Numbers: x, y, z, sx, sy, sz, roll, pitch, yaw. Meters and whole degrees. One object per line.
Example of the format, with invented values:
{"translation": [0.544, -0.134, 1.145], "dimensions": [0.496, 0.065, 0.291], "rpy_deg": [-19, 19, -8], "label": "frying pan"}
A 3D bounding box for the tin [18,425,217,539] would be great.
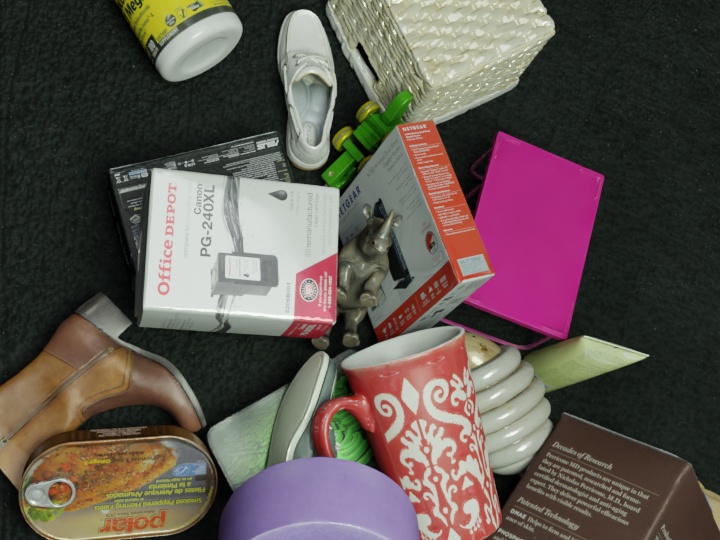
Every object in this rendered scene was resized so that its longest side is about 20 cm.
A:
{"translation": [-0.246, 0.218, 1.105], "dimensions": [0.196, 0.042, 0.114], "rpy_deg": [-1, 103, -15], "label": "tin"}

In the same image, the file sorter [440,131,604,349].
{"translation": [0.176, -0.026, 1.260], "dimensions": [0.137, 0.125, 0.203], "rpy_deg": [20, 72, -10], "label": "file sorter"}

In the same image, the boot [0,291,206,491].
{"translation": [-0.283, 0.154, 1.124], "dimensions": [0.188, 0.068, 0.200], "rpy_deg": [46, 73, -7], "label": "boot"}

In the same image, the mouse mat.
{"translation": [-0.046, 0.194, 1.147], "dimensions": [0.198, 0.008, 0.163], "rpy_deg": [-28, 83, -22], "label": "mouse mat"}

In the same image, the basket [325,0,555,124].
{"translation": [0.092, -0.298, 1.294], "dimensions": [0.198, 0.161, 0.201], "rpy_deg": [-26, 84, -18], "label": "basket"}

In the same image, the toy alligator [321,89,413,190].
{"translation": [-0.005, -0.130, 1.264], "dimensions": [0.200, 0.054, 0.059], "rpy_deg": [-46, 71, 13], "label": "toy alligator"}

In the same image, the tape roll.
{"translation": [-0.039, 0.280, 1.023], "dimensions": [0.196, 0.202, 0.085], "rpy_deg": [12, 31, -11], "label": "tape roll"}

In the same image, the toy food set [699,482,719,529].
{"translation": [0.376, 0.349, 1.253], "dimensions": [0.199, 0.049, 0.199], "rpy_deg": [40, 70, -2], "label": "toy food set"}

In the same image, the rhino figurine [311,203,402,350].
{"translation": [0.000, 0.000, 1.156], "dimensions": [0.059, 0.201, 0.088], "rpy_deg": [20, 48, -5], "label": "rhino figurine"}

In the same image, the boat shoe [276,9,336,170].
{"translation": [-0.058, -0.225, 1.281], "dimensions": [0.069, 0.069, 0.204], "rpy_deg": [-2, 75, -13], "label": "boat shoe"}

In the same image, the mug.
{"translation": [0.049, 0.180, 1.111], "dimensions": [0.175, 0.133, 0.203], "rpy_deg": [-16, 96, 2], "label": "mug"}

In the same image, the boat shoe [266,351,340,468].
{"translation": [-0.055, 0.186, 1.113], "dimensions": [0.061, 0.073, 0.203], "rpy_deg": [24, 71, -24], "label": "boat shoe"}

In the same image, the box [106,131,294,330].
{"translation": [-0.164, -0.045, 1.195], "dimensions": [0.197, 0.086, 0.166], "rpy_deg": [-16, 81, -18], "label": "box"}

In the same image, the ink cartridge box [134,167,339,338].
{"translation": [-0.127, -0.015, 1.108], "dimensions": [0.196, 0.083, 0.148], "rpy_deg": [5, 76, -15], "label": "ink cartridge box"}

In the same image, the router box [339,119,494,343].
{"translation": [0.050, -0.033, 1.180], "dimensions": [0.048, 0.200, 0.182], "rpy_deg": [-12, 72, -28], "label": "router box"}

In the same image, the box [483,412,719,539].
{"translation": [0.252, 0.297, 1.140], "dimensions": [0.201, 0.163, 0.167], "rpy_deg": [-52, 132, -21], "label": "box"}

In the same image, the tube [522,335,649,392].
{"translation": [0.239, 0.100, 1.203], "dimensions": [0.057, 0.200, 0.053], "rpy_deg": [-26, 85, -19], "label": "tube"}

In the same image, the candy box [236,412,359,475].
{"translation": [-0.049, 0.249, 1.164], "dimensions": [0.115, 0.056, 0.203], "rpy_deg": [-20, 80, -19], "label": "candy box"}

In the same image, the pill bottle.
{"translation": [-0.230, -0.330, 1.242], "dimensions": [0.112, 0.112, 0.202], "rpy_deg": [-31, 84, -20], "label": "pill bottle"}

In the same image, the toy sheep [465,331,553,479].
{"translation": [0.148, 0.160, 1.205], "dimensions": [0.137, 0.138, 0.202], "rpy_deg": [-29, 98, -20], "label": "toy sheep"}
